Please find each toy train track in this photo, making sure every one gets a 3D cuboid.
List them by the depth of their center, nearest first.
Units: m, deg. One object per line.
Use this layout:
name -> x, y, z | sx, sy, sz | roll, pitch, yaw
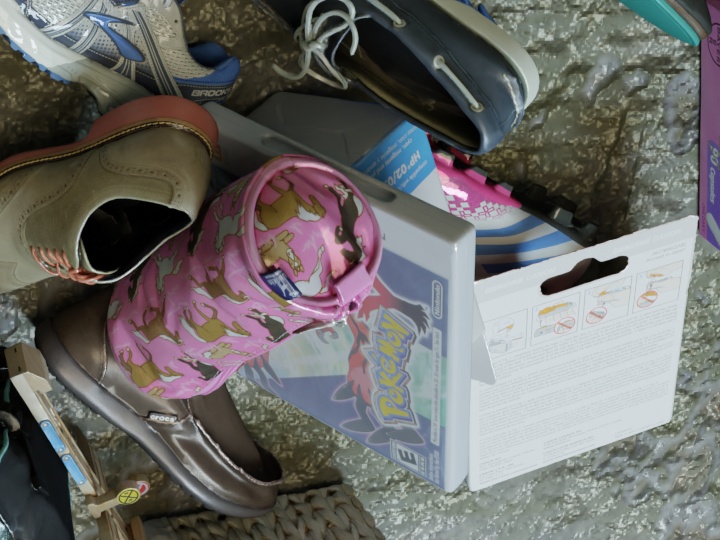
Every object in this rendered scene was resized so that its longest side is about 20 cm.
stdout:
toy train track -> -0.156, 0.110, 0.956 | 0.032, 0.115, 0.201 | -22, 137, -2

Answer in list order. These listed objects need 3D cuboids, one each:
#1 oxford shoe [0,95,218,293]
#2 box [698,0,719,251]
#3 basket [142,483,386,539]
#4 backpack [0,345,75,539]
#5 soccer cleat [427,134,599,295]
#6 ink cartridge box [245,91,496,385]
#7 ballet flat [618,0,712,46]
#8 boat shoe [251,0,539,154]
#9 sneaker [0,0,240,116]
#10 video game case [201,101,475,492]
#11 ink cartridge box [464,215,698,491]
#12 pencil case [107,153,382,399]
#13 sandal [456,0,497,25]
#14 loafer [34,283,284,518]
oxford shoe -> -0.161, -0.024, 0.884 | 0.199, 0.076, 0.070 | -28, 136, 33
box -> 0.301, -0.068, 1.015 | 0.095, 0.200, 0.178 | -14, 121, -14
basket -> -0.042, 0.273, 1.056 | 0.159, 0.198, 0.202 | -14, 120, -19
backpack -> -0.259, 0.159, 0.920 | 0.198, 0.176, 0.155 | -23, 118, -4
soccer cleat -> 0.064, -0.027, 1.017 | 0.199, 0.070, 0.087 | 24, 105, -30
ink cartridge box -> 0.000, 0.000, 0.970 | 0.068, 0.114, 0.202 | -44, 129, -33
ballet flat -> 0.147, -0.202, 0.965 | 0.198, 0.068, 0.069 | 23, 97, -30
boat shoe -> 0.000, -0.129, 0.882 | 0.062, 0.199, 0.075 | -50, 171, -35
sneaker -> -0.142, -0.142, 0.878 | 0.085, 0.077, 0.200 | -47, 132, 4
video game case -> -0.016, 0.018, 0.924 | 0.023, 0.181, 0.202 | -43, 147, -34
ink cartridge box -> 0.136, 0.046, 1.070 | 0.159, 0.050, 0.202 | -17, 134, -13
pencil case -> -0.069, 0.009, 0.885 | 0.082, 0.199, 0.088 | 18, 64, -26
sandal -> 0.038, -0.154, 0.933 | 0.079, 0.087, 0.200 | -38, 121, 3
loafer -> -0.109, 0.081, 1.000 | 0.071, 0.073, 0.200 | -44, 123, 5
